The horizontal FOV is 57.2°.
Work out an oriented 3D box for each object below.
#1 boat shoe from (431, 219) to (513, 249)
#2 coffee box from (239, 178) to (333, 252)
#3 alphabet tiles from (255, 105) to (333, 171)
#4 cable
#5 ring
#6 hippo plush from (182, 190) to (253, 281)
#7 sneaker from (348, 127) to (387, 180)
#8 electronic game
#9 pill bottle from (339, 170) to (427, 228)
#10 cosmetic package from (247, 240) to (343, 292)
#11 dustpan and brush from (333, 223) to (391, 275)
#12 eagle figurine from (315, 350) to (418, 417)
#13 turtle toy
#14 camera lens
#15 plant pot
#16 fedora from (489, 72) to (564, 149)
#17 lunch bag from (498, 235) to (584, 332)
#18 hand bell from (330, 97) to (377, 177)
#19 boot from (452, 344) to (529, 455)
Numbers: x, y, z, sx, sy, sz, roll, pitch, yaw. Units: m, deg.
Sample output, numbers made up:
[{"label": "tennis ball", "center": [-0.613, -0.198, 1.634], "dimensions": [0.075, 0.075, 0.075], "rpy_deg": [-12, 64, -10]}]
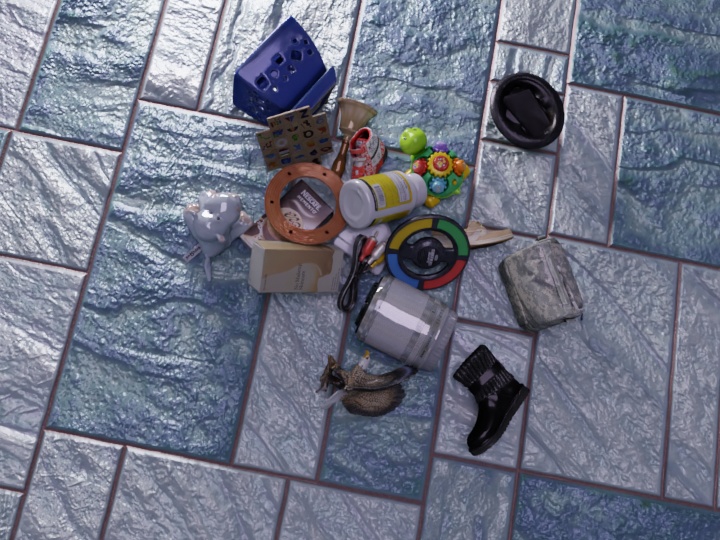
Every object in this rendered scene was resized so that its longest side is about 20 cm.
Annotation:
[{"label": "boat shoe", "center": [0.265, -0.087, 1.574], "dimensions": [0.198, 0.074, 0.070], "rpy_deg": [-9, 84, -4]}, {"label": "coffee box", "center": [-0.170, -0.100, 1.551], "dimensions": [0.113, 0.080, 0.200], "rpy_deg": [43, 79, 7]}, {"label": "alphabet tiles", "center": [-0.150, -0.298, 1.538], "dimensions": [0.165, 0.201, 0.006], "rpy_deg": [-18, 59, -4]}, {"label": "cable", "center": [0.000, 0.000, 1.510], "dimensions": [0.050, 0.097, 0.201], "rpy_deg": [20, 78, 43]}, {"label": "ring", "center": [-0.121, -0.152, 1.510], "dimensions": [0.198, 0.019, 0.202], "rpy_deg": [4, 71, -10]}, {"label": "hippo plush", "center": [-0.348, -0.114, 1.504], "dimensions": [0.159, 0.161, 0.200], "rpy_deg": [39, 78, 6]}, {"label": "sneaker", "center": [-0.004, -0.239, 1.568], "dimensions": [0.067, 0.108, 0.203], "rpy_deg": [10, 69, 32]}, {"label": "electronic game", "center": [0.154, -0.040, 1.519], "dimensions": [0.198, 0.042, 0.202], "rpy_deg": [-2, 122, -3]}, {"label": "pill bottle", "center": [0.057, -0.167, 1.513], "dimensions": [0.199, 0.111, 0.112], "rpy_deg": [-17, 77, -39]}, {"label": "cosmetic package", "center": [-0.144, -0.008, 1.477], "dimensions": [0.198, 0.071, 0.106], "rpy_deg": [-1, 108, -32]}, {"label": "dustpan and brush", "center": [0.039, -0.106, 1.584], "dimensions": [0.139, 0.057, 0.201], "rpy_deg": [35, 84, -7]}, {"label": "eagle figurine", "center": [0.012, 0.247, 1.440], "dimensions": [0.198, 0.152, 0.152], "rpy_deg": [21, 96, 0]}, {"label": "turtle toy", "center": [0.170, -0.258, 1.593], "dimensions": [0.146, 0.101, 0.200], "rpy_deg": [-43, 83, -11]}, {"label": "camera lens", "center": [0.098, 0.116, 1.476], "dimensions": [0.199, 0.160, 0.161], "rpy_deg": [26, 77, 3]}, {"label": "plant pot", "center": [-0.174, -0.437, 1.566], "dimensions": [0.180, 0.200, 0.200], "rpy_deg": [42, 78, -6]}, {"label": "fedora", "center": [0.403, -0.382, 1.637], "dimensions": [0.198, 0.092, 0.203], "rpy_deg": [1, 77, -3]}, {"label": "lunch bag", "center": [0.421, 0.034, 1.506], "dimensions": [0.138, 0.168, 0.202], "rpy_deg": [-16, 79, -6]}, {"label": "hand bell", "center": [-0.038, -0.306, 1.614], "dimensions": [0.103, 0.104, 0.202], "rpy_deg": [19, 90, 1]}, {"label": "boot", "center": [0.265, 0.289, 1.485], "dimensions": [0.158, 0.079, 0.211], "rpy_deg": [41, 68, -1]}]
